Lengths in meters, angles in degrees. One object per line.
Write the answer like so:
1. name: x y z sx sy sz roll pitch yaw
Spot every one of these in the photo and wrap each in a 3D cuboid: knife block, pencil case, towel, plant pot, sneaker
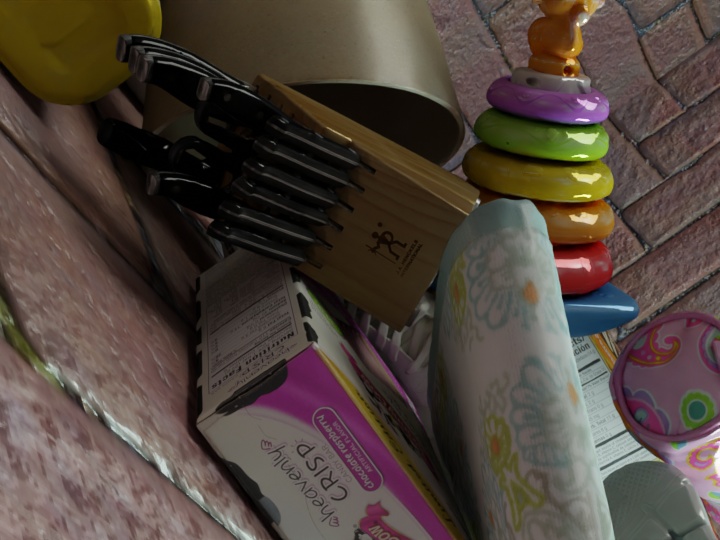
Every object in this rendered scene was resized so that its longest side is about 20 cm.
1. knife block: -0.032 -0.049 0.637 0.175 0.064 0.200 33 11 2
2. pencil case: 0.222 0.102 0.788 0.200 0.087 0.088 43 11 -43
3. towel: 0.069 0.090 0.584 0.201 0.048 0.173 90 -10 -62
4. plant pot: -0.041 -0.162 0.787 0.187 0.185 0.202 46 37 -68
5. sneaker: 0.004 0.027 0.746 0.199 0.077 0.081 28 -20 14
6. sneaker: 0.182 0.188 0.683 0.201 0.076 0.082 -103 166 -51

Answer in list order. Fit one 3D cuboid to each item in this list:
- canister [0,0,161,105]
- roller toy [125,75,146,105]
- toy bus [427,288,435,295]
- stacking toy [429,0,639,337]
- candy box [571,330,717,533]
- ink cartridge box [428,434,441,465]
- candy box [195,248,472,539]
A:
1. canister: -0.164 -0.176 0.674 0.149 0.086 0.200 53 6 -25
2. roller toy: -0.101 -0.205 0.951 0.140 0.180 0.202 -123 -153 -48
3. toy bus: 0.000 0.000 0.934 0.199 0.137 0.192 32 25 9
4. stacking toy: 0.101 -0.073 0.747 0.110 0.115 0.202 -136 -131 -65
5. candy box: 0.160 0.096 0.860 0.201 0.055 0.116 56 12 -20
6. ink cartridge box: 0.108 0.189 0.751 0.145 0.084 0.201 49 15 -45
7. candy box: -0.015 0.068 0.620 0.137 0.061 0.200 55 4 -18
